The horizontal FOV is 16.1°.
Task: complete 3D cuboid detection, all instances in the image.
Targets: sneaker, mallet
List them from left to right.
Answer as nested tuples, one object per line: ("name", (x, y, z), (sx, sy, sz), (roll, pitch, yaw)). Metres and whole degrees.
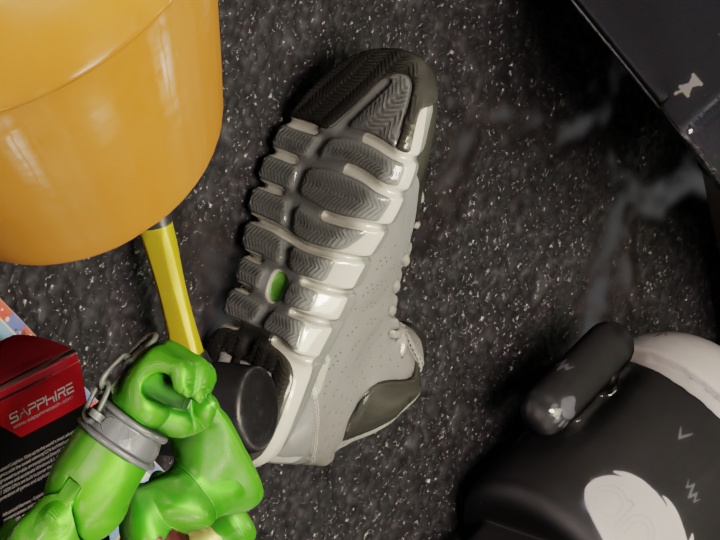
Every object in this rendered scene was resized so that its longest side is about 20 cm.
("mallet", (-0.094, -0.011, 1.089), (0.041, 0.065, 0.201), (-42, 117, -57))
("sneaker", (0.000, 0.000, 1.172), (0.115, 0.075, 0.201), (18, 99, -53))

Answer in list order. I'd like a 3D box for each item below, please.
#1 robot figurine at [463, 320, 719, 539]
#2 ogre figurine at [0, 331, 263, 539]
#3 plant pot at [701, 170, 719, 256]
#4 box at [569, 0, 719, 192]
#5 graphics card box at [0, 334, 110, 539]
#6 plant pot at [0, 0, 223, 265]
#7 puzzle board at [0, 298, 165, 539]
("robot figurine", (0.131, 0.119, 1.307), (0.200, 0.125, 0.151), (-43, 165, -29))
("ogre figurine", (-0.094, 0.117, 0.979), (0.120, 0.098, 0.200), (-43, 173, -24))
("plant pot", (0.272, -0.011, 1.382), (0.200, 0.200, 0.175), (-41, 112, -30))
("box", (0.192, -0.105, 1.221), (0.117, 0.197, 0.200), (-40, 136, 8))
("graphics card box", (-0.158, 0.140, 1.032), (0.125, 0.051, 0.202), (-28, 119, -39))
("plant pot", (-0.130, -0.105, 0.917), (0.201, 0.199, 0.184), (-52, 149, -22))
("puzzle board", (-0.173, 0.127, 1.060), (0.201, 0.017, 0.151), (-56, 136, -19))
